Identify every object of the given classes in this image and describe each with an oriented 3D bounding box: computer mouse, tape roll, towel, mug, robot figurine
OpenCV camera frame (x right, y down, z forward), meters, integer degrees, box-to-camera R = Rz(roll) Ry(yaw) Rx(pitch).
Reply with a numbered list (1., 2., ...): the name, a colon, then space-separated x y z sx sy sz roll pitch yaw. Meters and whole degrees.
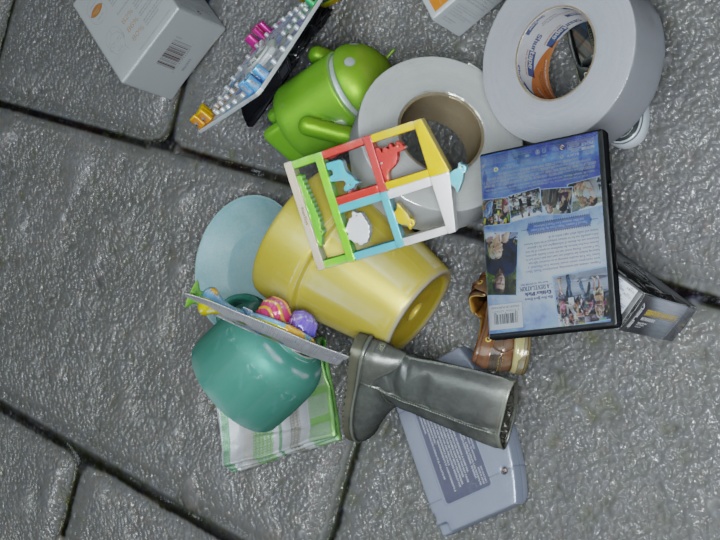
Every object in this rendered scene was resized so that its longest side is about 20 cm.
1. computer mouse: -0.112 -0.297 1.509 0.200 0.046 0.141 -44 14 51
2. tape roll: 0.089 -0.151 1.278 0.071 0.202 0.203 117 143 -68
3. towel: -0.120 0.184 1.476 0.200 0.031 0.150 -22 71 32
4. mug: -0.134 0.102 1.390 0.114 0.152 0.185 -42 79 20
5. tape roll: 0.234 -0.235 1.194 0.200 0.066 0.201 -5 82 45
6. robot figurine: -0.035 -0.223 1.424 0.200 0.116 0.176 -28 36 30

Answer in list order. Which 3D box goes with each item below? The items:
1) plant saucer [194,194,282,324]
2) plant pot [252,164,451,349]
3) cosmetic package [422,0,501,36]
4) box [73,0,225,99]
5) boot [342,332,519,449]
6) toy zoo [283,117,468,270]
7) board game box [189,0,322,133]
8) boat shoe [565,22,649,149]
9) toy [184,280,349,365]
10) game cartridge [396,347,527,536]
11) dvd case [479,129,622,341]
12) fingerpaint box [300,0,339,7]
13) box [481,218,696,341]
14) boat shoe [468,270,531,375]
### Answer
1. plant saucer: -0.151 -0.005 1.523 0.201 0.039 0.202 -7 78 35
2. plant pot: 0.000 0.000 1.329 0.189 0.201 0.201 37 105 18
3. cosmetic package: 0.161 -0.401 1.339 0.200 0.071 0.102 -38 63 25
4. box: -0.331 -0.396 1.674 0.152 0.106 0.200 -46 60 21
5. boot: 0.081 0.164 1.264 0.200 0.073 0.182 15 136 13
6. toy zoo: 0.025 -0.088 1.202 0.200 0.020 0.132 -17 96 17
7. board game box: -0.141 -0.293 1.468 0.200 0.026 0.200 -16 40 58
8. boat shoe: 0.275 -0.234 1.238 0.069 0.057 0.200 -24 69 31
9. toy: -0.107 0.055 1.267 0.200 0.115 0.047 19 79 -4
10. game cartridge: 0.122 0.202 1.294 0.133 0.041 0.200 -32 65 32
11. dvd case: 0.191 -0.034 1.095 0.142 0.018 0.201 -9 78 35
12. fingerpaint box: -0.056 -0.439 1.422 0.167 0.200 0.074 -17 72 34
13. box: 0.247 -0.005 1.159 0.200 0.158 0.048 42 108 33
14. boat shoe: 0.158 0.026 1.236 0.067 0.072 0.200 3 56 1
